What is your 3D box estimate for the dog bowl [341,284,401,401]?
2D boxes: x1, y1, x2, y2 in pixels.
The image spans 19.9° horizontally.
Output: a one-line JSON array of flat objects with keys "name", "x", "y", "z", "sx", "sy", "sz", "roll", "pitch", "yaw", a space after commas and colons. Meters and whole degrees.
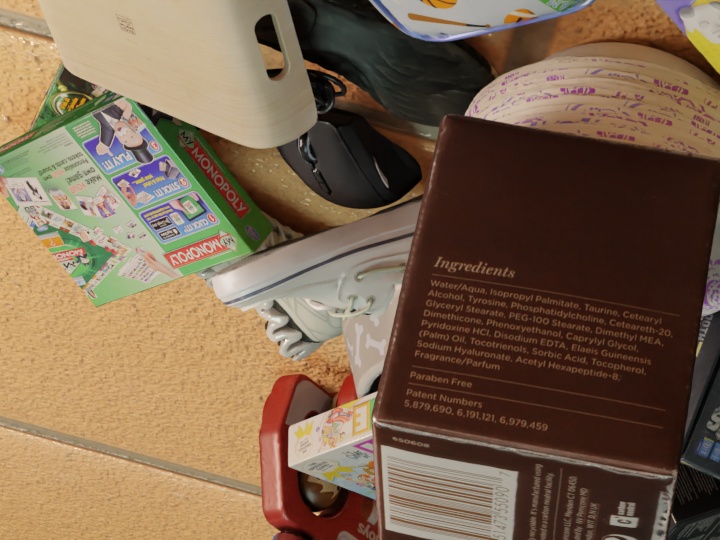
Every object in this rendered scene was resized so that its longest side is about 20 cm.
[{"name": "dog bowl", "x": 0.084, "y": 0.066, "z": 1.502, "sx": 0.198, "sy": 0.059, "sz": 0.201, "roll": 1, "pitch": 153, "yaw": 0}]

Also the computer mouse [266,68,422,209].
[{"name": "computer mouse", "x": -0.049, "y": -0.082, "z": 1.327, "sx": 0.139, "sy": 0.046, "sz": 0.200, "roll": 11, "pitch": 167, "yaw": 23}]

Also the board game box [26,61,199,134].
[{"name": "board game box", "x": -0.166, "y": -0.107, "z": 1.408, "sx": 0.104, "sy": 0.024, "sz": 0.200, "roll": 21, "pitch": 149, "yaw": -14}]

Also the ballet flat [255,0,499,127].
[{"name": "ballet flat", "x": 0.006, "y": -0.144, "z": 1.254, "sx": 0.199, "sy": 0.057, "sz": 0.067, "roll": 24, "pitch": 121, "yaw": -23}]

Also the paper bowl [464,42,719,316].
[{"name": "paper bowl", "x": 0.156, "y": -0.061, "z": 1.250, "sx": 0.198, "sy": 0.105, "sz": 0.201, "roll": 12, "pitch": 150, "yaw": 7}]

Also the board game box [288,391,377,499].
[{"name": "board game box", "x": 0.062, "y": 0.121, "z": 1.507, "sx": 0.199, "sy": 0.035, "sz": 0.134, "roll": -24, "pitch": 144, "yaw": 39}]

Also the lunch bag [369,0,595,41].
[{"name": "lunch bag", "x": 0.034, "y": -0.208, "z": 1.092, "sx": 0.159, "sy": 0.076, "sz": 0.200, "roll": -6, "pitch": 145, "yaw": 37}]

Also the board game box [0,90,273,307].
[{"name": "board game box", "x": -0.163, "y": -0.050, "z": 1.401, "sx": 0.199, "sy": 0.029, "sz": 0.135, "roll": -17, "pitch": 118, "yaw": 49}]

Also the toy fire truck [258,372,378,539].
[{"name": "toy fire truck", "x": -0.011, "y": 0.183, "z": 1.678, "sx": 0.111, "sy": 0.169, "sz": 0.200, "roll": -12, "pitch": 141, "yaw": 39}]

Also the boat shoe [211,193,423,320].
[{"name": "boat shoe", "x": 0.000, "y": 0.000, "z": 1.350, "sx": 0.198, "sy": 0.067, "sz": 0.073, "roll": -20, "pitch": -176, "yaw": -24}]

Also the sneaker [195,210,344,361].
[{"name": "sneaker", "x": -0.061, "y": -0.009, "z": 1.487, "sx": 0.080, "sy": 0.076, "sz": 0.200, "roll": -15, "pitch": 144, "yaw": 25}]

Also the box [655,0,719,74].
[{"name": "box", "x": 0.263, "y": -0.125, "z": 1.150, "sx": 0.117, "sy": 0.049, "sz": 0.200, "roll": -13, "pitch": 142, "yaw": 40}]

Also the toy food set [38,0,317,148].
[{"name": "toy food set", "x": -0.120, "y": -0.164, "z": 1.205, "sx": 0.199, "sy": 0.061, "sz": 0.144, "roll": 23, "pitch": 148, "yaw": 29}]

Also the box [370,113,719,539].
[{"name": "box", "x": 0.105, "y": 0.050, "z": 1.153, "sx": 0.162, "sy": 0.202, "sz": 0.166, "roll": 10, "pitch": 151, "yaw": 8}]

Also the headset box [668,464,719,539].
[{"name": "headset box", "x": 0.265, "y": 0.145, "z": 1.479, "sx": 0.198, "sy": 0.093, "sz": 0.175, "roll": -15, "pitch": 157, "yaw": -19}]

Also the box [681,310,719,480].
[{"name": "box", "x": 0.294, "y": 0.077, "z": 1.344, "sx": 0.199, "sy": 0.159, "sz": 0.051, "roll": 25, "pitch": 175, "yaw": -29}]
